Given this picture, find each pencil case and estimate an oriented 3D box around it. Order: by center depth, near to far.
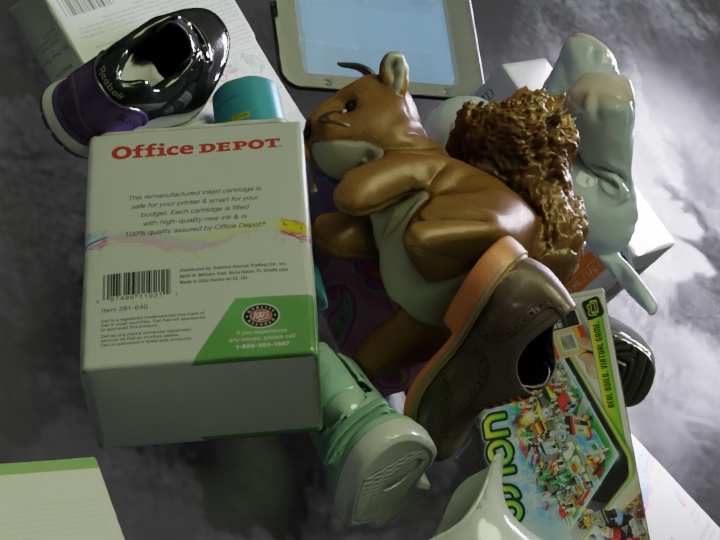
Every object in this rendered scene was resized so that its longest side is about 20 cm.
[{"bbox_3d":[0.000,0.000,1.342,0.087,0.087,0.201,-5,60,-48],"label":"pencil case"}]

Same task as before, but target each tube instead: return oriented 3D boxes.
[{"bbox_3d":[-0.067,-0.043,1.299,0.050,0.077,0.202,17,50,-42],"label":"tube"}]

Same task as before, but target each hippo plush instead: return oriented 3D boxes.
[{"bbox_3d":[0.123,-0.071,1.394,0.159,0.159,0.202,-109,-170,-73],"label":"hippo plush"}]

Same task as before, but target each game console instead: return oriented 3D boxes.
[{"bbox_3d":[0.028,-0.250,1.527,0.198,0.177,0.117,1,38,-29],"label":"game console"}]

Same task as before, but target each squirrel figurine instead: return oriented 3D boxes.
[{"bbox_3d":[0.056,-0.058,1.268,0.198,0.142,0.187,-14,54,-20],"label":"squirrel figurine"}]

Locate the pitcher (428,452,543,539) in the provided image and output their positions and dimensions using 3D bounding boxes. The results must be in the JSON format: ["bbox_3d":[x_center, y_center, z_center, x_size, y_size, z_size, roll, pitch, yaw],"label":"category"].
[{"bbox_3d":[0.095,0.246,1.183,0.171,0.121,0.200,-38,83,-23],"label":"pitcher"}]

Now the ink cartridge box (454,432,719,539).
[{"bbox_3d":[0.174,0.173,1.358,0.200,0.067,0.117,46,35,1],"label":"ink cartridge box"}]

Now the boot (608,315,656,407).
[{"bbox_3d":[0.151,0.045,1.409,0.181,0.073,0.200,31,11,3],"label":"boot"}]

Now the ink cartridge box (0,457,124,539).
[{"bbox_3d":[-0.177,0.200,0.992,0.145,0.048,0.201,2,55,-45],"label":"ink cartridge box"}]

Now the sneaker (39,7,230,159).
[{"bbox_3d":[-0.131,-0.144,1.274,0.076,0.087,0.200,52,36,-6],"label":"sneaker"}]

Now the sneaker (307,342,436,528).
[{"bbox_3d":[-0.011,0.098,1.176,0.119,0.073,0.201,54,-7,13],"label":"sneaker"}]

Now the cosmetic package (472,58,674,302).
[{"bbox_3d":[0.163,-0.069,1.556,0.071,0.101,0.201,-14,65,-50],"label":"cosmetic package"}]

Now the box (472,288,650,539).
[{"bbox_3d":[0.135,0.122,1.278,0.035,0.109,0.202,40,40,-80],"label":"box"}]

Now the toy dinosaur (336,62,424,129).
[{"bbox_3d":[0.047,-0.086,1.482,0.199,0.102,0.077,34,75,3],"label":"toy dinosaur"}]

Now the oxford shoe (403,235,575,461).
[{"bbox_3d":[0.082,0.071,1.205,0.073,0.201,0.071,37,49,16],"label":"oxford shoe"}]

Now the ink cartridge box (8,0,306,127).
[{"bbox_3d":[-0.145,-0.149,1.371,0.200,0.043,0.175,-30,90,-54],"label":"ink cartridge box"}]

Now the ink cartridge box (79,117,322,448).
[{"bbox_3d":[-0.101,0.005,1.174,0.143,0.084,0.201,-4,49,-1],"label":"ink cartridge box"}]
